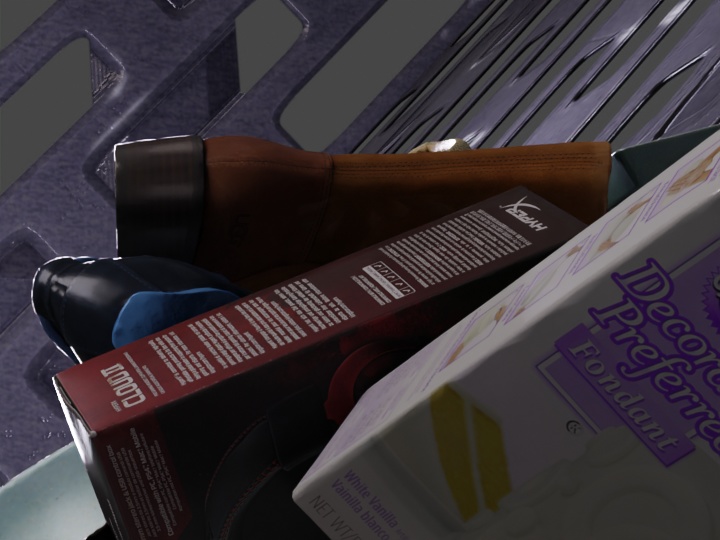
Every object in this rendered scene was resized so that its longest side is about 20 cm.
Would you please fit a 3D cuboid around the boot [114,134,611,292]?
[{"bbox_3d":[0.000,0.000,1.092,0.188,0.199,0.069,95,172,-54],"label":"boot"}]

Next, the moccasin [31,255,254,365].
[{"bbox_3d":[-0.061,0.029,0.996,0.081,0.068,0.200,-61,-23,-12],"label":"moccasin"}]

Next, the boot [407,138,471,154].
[{"bbox_3d":[0.047,0.019,1.263,0.073,0.155,0.200,-47,7,-22],"label":"boot"}]

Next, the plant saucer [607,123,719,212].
[{"bbox_3d":[0.188,-0.058,1.079,0.200,0.019,0.070,-16,-7,-15],"label":"plant saucer"}]

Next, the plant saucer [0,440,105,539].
[{"bbox_3d":[-0.125,0.133,1.108,0.201,0.039,0.201,-29,21,12],"label":"plant saucer"}]

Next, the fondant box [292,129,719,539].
[{"bbox_3d":[0.094,0.060,0.764,0.200,0.144,0.058,-39,8,41],"label":"fondant box"}]

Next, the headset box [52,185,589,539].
[{"bbox_3d":[-0.002,0.080,0.890,0.200,0.149,0.075,-21,18,-11],"label":"headset box"}]
